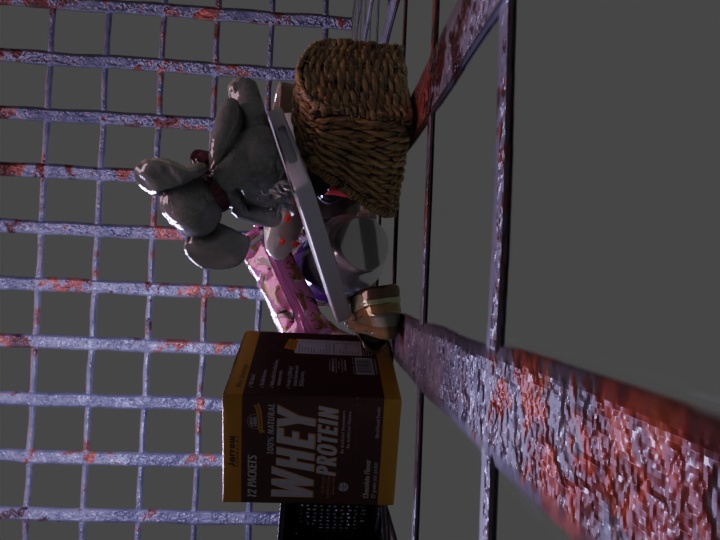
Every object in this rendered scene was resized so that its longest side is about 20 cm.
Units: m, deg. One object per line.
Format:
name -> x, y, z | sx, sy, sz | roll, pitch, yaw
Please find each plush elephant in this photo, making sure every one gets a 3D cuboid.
plush elephant -> -0.161, -0.097, 0.733 | 0.201, 0.152, 0.167 | -114, 7, -55

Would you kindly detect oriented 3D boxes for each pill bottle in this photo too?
pill bottle -> -0.033, -0.016, 0.980 | 0.200, 0.111, 0.115 | 150, 125, -63

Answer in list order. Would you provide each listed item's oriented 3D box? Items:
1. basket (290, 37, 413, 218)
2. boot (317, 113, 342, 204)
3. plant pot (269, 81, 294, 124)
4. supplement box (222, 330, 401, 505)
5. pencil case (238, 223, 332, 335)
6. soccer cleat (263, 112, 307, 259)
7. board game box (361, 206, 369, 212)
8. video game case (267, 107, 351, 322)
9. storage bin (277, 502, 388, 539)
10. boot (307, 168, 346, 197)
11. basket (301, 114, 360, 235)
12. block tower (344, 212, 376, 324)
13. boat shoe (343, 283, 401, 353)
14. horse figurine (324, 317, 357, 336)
basket -> -0.016, -0.178, 0.803 | 0.202, 0.140, 0.151 | -91, 6, -47
boot -> -0.018, -0.212, 1.061 | 0.166, 0.065, 0.200 | -57, -3, -15
plant pot -> -0.104, -0.195, 1.050 | 0.201, 0.091, 0.205 | -172, 90, -76
supplement box -> -0.060, 0.175, 0.808 | 0.198, 0.196, 0.135 | -100, 13, -75
pencil case -> -0.112, 0.024, 0.945 | 0.086, 0.082, 0.202 | -8, -110, -58
soccer cleat -> -0.111, -0.118, 0.904 | 0.069, 0.076, 0.204 | 6, -87, -63
board game box -> -0.002, -0.126, 1.386 | 0.135, 0.034, 0.203 | -95, 9, -62
video game case -> -0.062, -0.068, 0.783 | 0.183, 0.023, 0.202 | -113, 5, -49
storage bin -> -0.035, 0.371, 0.770 | 0.201, 0.133, 0.095 | -94, 7, -59
boot -> -0.031, -0.145, 1.011 | 0.200, 0.142, 0.074 | -105, 18, -81
basket -> -0.065, -0.174, 1.222 | 0.179, 0.135, 0.203 | -24, 67, 43
block tower -> 0.000, 0.000, 1.125 | 0.058, 0.053, 0.203 | 98, 174, -62
boat shoe -> 0.012, 0.068, 0.825 | 0.200, 0.070, 0.078 | 120, 141, -82
horse figurine -> -0.033, 0.134, 1.031 | 0.199, 0.050, 0.134 | 34, 139, 35
